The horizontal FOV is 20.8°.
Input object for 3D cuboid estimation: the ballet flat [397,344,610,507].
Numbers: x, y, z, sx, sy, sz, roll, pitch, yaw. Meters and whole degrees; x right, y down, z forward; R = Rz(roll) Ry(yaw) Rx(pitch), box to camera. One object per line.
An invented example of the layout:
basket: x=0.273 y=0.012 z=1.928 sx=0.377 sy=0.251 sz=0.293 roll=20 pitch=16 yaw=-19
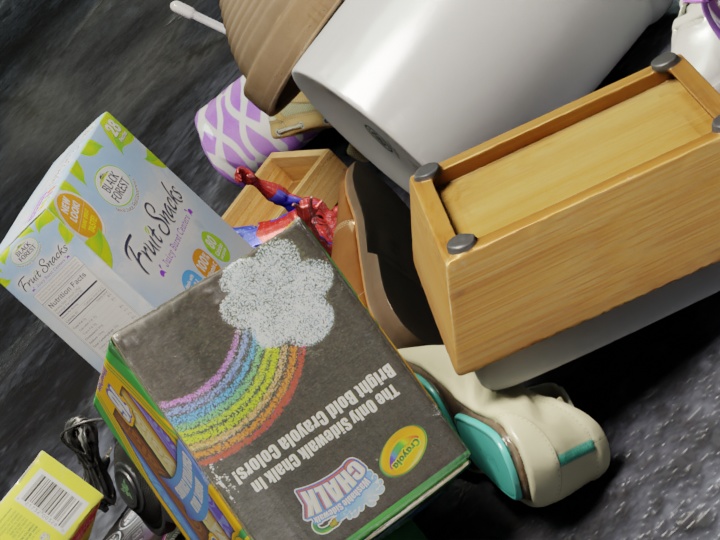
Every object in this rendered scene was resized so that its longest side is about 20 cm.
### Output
ballet flat: x=0.071 y=0.076 z=1.043 sx=0.070 sy=0.069 sz=0.200 roll=-48 pitch=25 yaw=-6

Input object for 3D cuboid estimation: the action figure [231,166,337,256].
action figure: x=-0.090 y=-0.028 z=1.385 sx=0.198 sy=0.099 sz=0.066 roll=-17 pitch=54 yaw=1

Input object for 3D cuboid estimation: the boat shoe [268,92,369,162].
boat shoe: x=0.009 y=-0.119 z=1.459 sx=0.199 sy=0.071 sz=0.077 roll=7 pitch=98 yaw=44

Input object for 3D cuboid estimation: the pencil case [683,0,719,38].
pencil case: x=0.272 y=-0.194 z=1.079 sx=0.200 sy=0.085 sz=0.084 roll=-51 pitch=22 yaw=-10

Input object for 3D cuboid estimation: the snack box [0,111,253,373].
snack box: x=-0.130 y=0.012 z=1.273 sx=0.068 sy=0.200 sz=0.169 roll=-42 pitch=15 yaw=22

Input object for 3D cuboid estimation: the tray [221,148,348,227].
tray: x=-0.092 y=-0.004 z=1.479 sx=0.200 sy=0.037 sz=0.098 roll=-53 pitch=23 yaw=-18

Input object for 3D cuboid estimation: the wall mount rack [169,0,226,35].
wall mount rack: x=-0.054 y=-0.227 z=1.600 sx=0.172 sy=0.075 sz=0.200 roll=-13 pitch=-16 yaw=-21

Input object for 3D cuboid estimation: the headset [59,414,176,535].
headset: x=-0.096 y=0.116 z=1.161 sx=0.199 sy=0.095 sz=0.123 roll=6 pitch=27 yaw=34

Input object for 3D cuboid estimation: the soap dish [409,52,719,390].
soap dish: x=0.122 y=-0.031 z=1.027 sx=0.199 sy=0.082 sz=0.158 roll=-24 pitch=23 yaw=3

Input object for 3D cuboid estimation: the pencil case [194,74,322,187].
pencil case: x=-0.042 y=-0.143 z=1.575 sx=0.199 sy=0.085 sz=0.084 roll=-33 pitch=63 yaw=28

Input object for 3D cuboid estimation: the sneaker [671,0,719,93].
sneaker: x=0.214 y=-0.176 z=1.165 sx=0.075 sy=0.088 sz=0.201 roll=-7 pitch=44 yaw=54

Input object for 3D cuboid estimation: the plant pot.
plant pot: x=-0.037 y=-0.212 z=1.351 sx=0.201 sy=0.092 sz=0.201 roll=-53 pitch=-1 yaw=-2

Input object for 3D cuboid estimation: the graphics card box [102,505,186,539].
graphics card box: x=-0.111 y=0.201 z=1.152 sx=0.126 sy=0.051 sz=0.200 roll=-54 pitch=23 yaw=-19

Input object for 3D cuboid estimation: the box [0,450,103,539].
box: x=-0.209 y=0.191 z=1.215 sx=0.075 sy=0.050 sz=0.200 roll=-52 pitch=-8 yaw=-34

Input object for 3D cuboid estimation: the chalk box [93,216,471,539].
chalk box: x=-0.031 y=0.101 z=1.018 sx=0.124 sy=0.201 sz=0.124 roll=-32 pitch=-9 yaw=-20

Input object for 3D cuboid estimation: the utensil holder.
utensil holder: x=0.075 y=-0.153 z=1.267 sx=0.200 sy=0.170 sz=0.170 roll=-49 pitch=23 yaw=-4

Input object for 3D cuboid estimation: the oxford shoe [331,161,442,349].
oxford shoe: x=0.000 y=0.000 z=1.206 sx=0.071 sy=0.071 sz=0.201 roll=-42 pitch=24 yaw=22
